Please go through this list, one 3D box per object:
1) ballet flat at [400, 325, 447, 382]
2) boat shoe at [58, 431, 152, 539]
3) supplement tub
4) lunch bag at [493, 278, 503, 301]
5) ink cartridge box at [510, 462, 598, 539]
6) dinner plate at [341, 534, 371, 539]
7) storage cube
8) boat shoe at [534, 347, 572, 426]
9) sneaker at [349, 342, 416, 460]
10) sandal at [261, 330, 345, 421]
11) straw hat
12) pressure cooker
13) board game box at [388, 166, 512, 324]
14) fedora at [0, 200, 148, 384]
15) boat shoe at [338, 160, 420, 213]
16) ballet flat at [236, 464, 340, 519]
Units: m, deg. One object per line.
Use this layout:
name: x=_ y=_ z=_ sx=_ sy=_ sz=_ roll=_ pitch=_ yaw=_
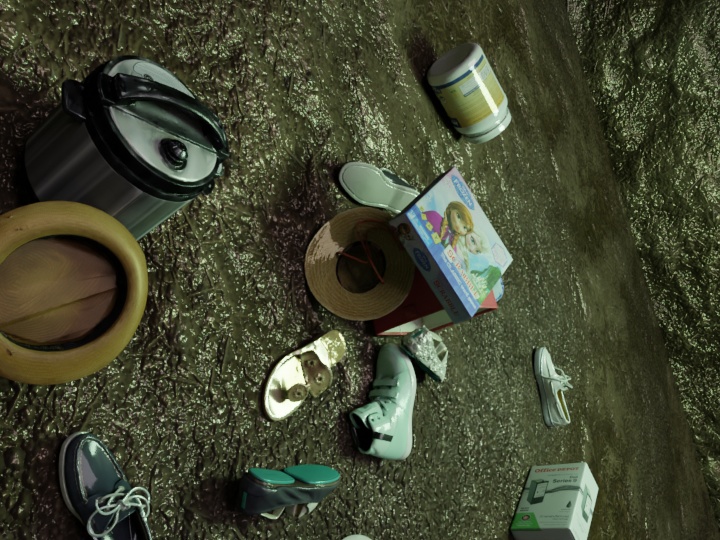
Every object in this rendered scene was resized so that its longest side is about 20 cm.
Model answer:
ballet flat: x=0.132 y=0.155 z=1.293 sx=0.200 sy=0.071 sz=0.073 roll=51 pitch=38 yaw=-60
boat shoe: x=-0.270 y=0.272 z=0.761 sx=0.075 sy=0.061 sz=0.203 roll=-16 pitch=91 yaw=-52
supplement tub: x=0.262 y=-0.419 z=1.652 sx=0.201 sy=0.143 sz=0.145 roll=53 pitch=42 yaw=-28
lunch bag: x=0.213 y=-0.010 z=1.467 sx=0.159 sy=0.082 sz=0.202 roll=-22 pitch=95 yaw=-32
ink cartridge box: x=0.440 y=0.536 z=1.568 sx=0.085 sy=0.145 sz=0.200 roll=61 pitch=37 yaw=-17
dinner plate: x=0.000 y=0.519 z=1.079 sx=0.199 sy=0.024 sz=0.203 roll=23 pitch=61 yaw=-49
storage cube: x=0.118 y=0.009 z=1.274 sx=0.170 sy=0.199 sz=0.182 roll=6 pitch=67 yaw=-52
boat shoe: x=0.507 y=0.297 z=1.791 sx=0.074 sy=0.085 sz=0.205 roll=6 pitch=74 yaw=-52
sneaker: x=0.035 y=0.217 z=1.187 sx=0.118 sy=0.073 sz=0.203 roll=18 pitch=63 yaw=-46
sandal: x=-0.068 y=0.150 z=1.072 sx=0.212 sy=0.069 sz=0.078 roll=-41 pitch=111 yaw=-51
straw hat: x=0.000 y=0.000 z=1.197 sx=0.085 sy=0.198 sz=0.204 roll=106 pitch=-15 yaw=-71
pressure cooker: x=-0.255 y=-0.137 z=0.784 sx=0.180 sy=0.199 sz=0.176 roll=54 pitch=31 yaw=-12
board game box: x=0.158 y=-0.047 z=1.162 sx=0.201 sy=0.041 sz=0.200 roll=56 pitch=42 yaw=-10
fedora: x=-0.328 y=0.020 z=0.733 sx=0.199 sy=0.081 sz=0.204 roll=-7 pitch=100 yaw=-41
boat shoe: x=0.034 y=-0.164 z=1.325 sx=0.198 sy=0.074 sz=0.060 roll=15 pitch=24 yaw=-34
ballet flat: x=-0.103 y=0.314 z=0.980 sx=0.199 sy=0.072 sz=0.074 roll=21 pitch=62 yaw=-56
